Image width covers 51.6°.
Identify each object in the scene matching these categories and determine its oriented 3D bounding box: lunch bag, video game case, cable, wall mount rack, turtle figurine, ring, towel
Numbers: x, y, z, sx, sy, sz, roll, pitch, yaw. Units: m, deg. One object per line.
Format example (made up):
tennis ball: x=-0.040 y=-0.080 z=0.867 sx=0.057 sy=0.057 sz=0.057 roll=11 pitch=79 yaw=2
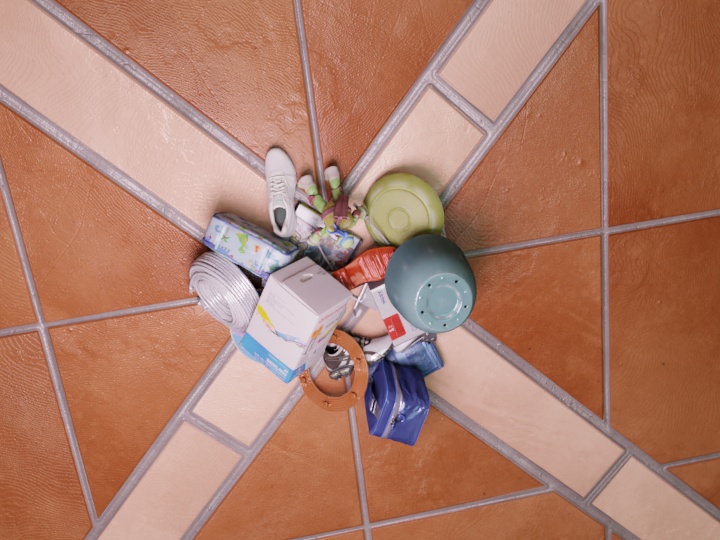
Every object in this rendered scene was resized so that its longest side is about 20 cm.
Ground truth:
lunch bag: x=0.076 y=0.312 z=1.755 sx=0.130 sy=0.201 sz=0.138 roll=16 pitch=110 yaw=-10
video game case: x=-0.119 y=-0.032 z=1.759 sx=0.179 sy=0.026 sz=0.202 roll=29 pitch=101 yaw=-16
cable: x=-0.301 y=0.051 z=1.669 sx=0.199 sy=0.201 sz=0.069 roll=41 pitch=61 yaw=12
wall mount rack: x=0.072 y=0.051 z=1.789 sx=0.197 sy=0.075 sz=0.176 roll=24 pitch=100 yaw=-16
lunch bag: x=-0.239 y=-0.055 z=1.650 sx=0.197 sy=0.161 sz=0.084 roll=27 pitch=101 yaw=2
turtle figurine: x=-0.061 y=-0.119 z=1.687 sx=0.142 sy=0.199 sz=0.197 roll=-30 pitch=71 yaw=21
ring: x=-0.072 y=0.242 z=1.799 sx=0.196 sy=0.019 sz=0.206 roll=4 pitch=98 yaw=26
towel: x=0.103 y=0.242 z=1.868 sx=0.197 sy=0.049 sz=0.113 roll=-29 pitch=109 yaw=2

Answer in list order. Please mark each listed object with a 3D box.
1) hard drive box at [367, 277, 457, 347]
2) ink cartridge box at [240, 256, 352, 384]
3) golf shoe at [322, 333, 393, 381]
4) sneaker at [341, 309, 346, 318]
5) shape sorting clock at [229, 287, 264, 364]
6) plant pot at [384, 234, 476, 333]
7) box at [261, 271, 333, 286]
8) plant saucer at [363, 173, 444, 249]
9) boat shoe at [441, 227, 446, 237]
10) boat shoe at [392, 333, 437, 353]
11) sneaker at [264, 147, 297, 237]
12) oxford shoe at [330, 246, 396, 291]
hard drive box: x=0.133 y=0.059 z=1.726 sx=0.197 sy=0.077 sz=0.158 roll=-25 pitch=110 yaw=0
ink cartridge box: x=-0.139 y=0.105 z=1.617 sx=0.144 sy=0.147 sz=0.202 roll=36 pitch=123 yaw=15
golf shoe: x=-0.006 y=0.189 z=1.809 sx=0.197 sy=0.078 sz=0.096 roll=-28 pitch=99 yaw=13
sneaker: x=-0.111 y=0.128 z=1.756 sx=0.082 sy=0.077 sz=0.201 roll=45 pitch=111 yaw=19
shape sorting clock: x=-0.216 y=0.137 z=1.785 sx=0.195 sy=0.039 sz=0.205 roll=-3 pitch=112 yaw=-6
plant pot: x=0.162 y=0.042 z=1.600 sx=0.196 sy=0.161 sz=0.205 roll=-3 pitch=108 yaw=-8
box: x=-0.133 y=0.022 z=1.740 sx=0.195 sy=0.042 sz=0.040 roll=5 pitch=108 yaw=-11
plant saucer: x=0.094 y=-0.121 z=1.714 sx=0.196 sy=0.031 sz=0.204 roll=8 pitch=115 yaw=18
boat shoe: x=0.166 y=-0.099 z=1.768 sx=0.066 sy=0.073 sz=0.204 roll=-25 pitch=112 yaw=-29
boat shoe: x=0.169 y=0.143 z=1.821 sx=0.199 sy=0.070 sz=0.067 roll=-41 pitch=95 yaw=-14
sneaker: x=-0.177 y=-0.173 z=1.666 sx=0.069 sy=0.080 sz=0.205 roll=-7 pitch=96 yaw=4
oxford shoe: x=0.000 y=0.000 z=1.704 sx=0.197 sy=0.072 sz=0.073 roll=-23 pitch=92 yaw=-14
